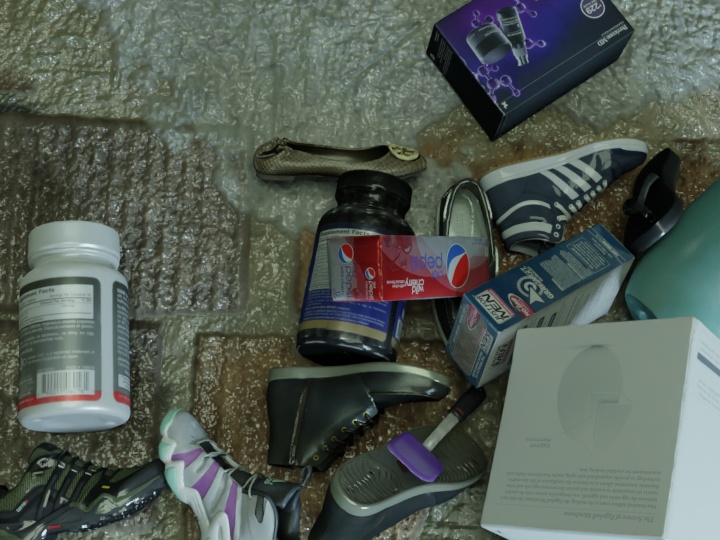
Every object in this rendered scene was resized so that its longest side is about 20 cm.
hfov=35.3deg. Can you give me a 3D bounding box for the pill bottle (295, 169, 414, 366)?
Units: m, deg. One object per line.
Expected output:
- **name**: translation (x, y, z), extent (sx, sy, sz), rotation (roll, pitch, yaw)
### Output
- **pill bottle**: translation (0.000, 0.000, 1.220), extent (0.110, 0.112, 0.203), rotation (11, 72, -1)

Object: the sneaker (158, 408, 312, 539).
- **sneaker**: translation (-0.112, 0.214, 1.138), extent (0.139, 0.078, 0.202), rotation (-27, 84, 20)

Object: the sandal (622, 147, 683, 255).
- **sandal**: translation (0.315, -0.080, 1.250), extent (0.043, 0.076, 0.201), rotation (39, 30, -8)

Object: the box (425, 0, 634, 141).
- **box**: translation (0.200, -0.271, 1.340), extent (0.199, 0.079, 0.142), rotation (-34, 80, -13)

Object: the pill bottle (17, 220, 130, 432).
- **pill bottle**: translation (-0.298, 0.059, 1.178), extent (0.112, 0.114, 0.203), rotation (-3, 72, -5)

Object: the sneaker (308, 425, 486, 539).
- **sneaker**: translation (0.035, 0.228, 1.173), extent (0.198, 0.107, 0.075), rotation (-8, 53, -36)

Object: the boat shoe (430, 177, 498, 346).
- **boat shoe**: translation (0.116, -0.002, 1.255), extent (0.075, 0.060, 0.203), rotation (-5, 75, -11)

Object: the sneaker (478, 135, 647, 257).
- **sneaker**: translation (0.242, -0.079, 1.284), extent (0.197, 0.070, 0.110), rotation (-14, 71, -3)

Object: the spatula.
- **spatula**: translation (0.088, 0.161, 1.162), extent (0.056, 0.021, 0.200), rotation (42, 35, 10)

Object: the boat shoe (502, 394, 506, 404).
- **boat shoe**: translation (0.213, 0.208, 1.196), extent (0.068, 0.074, 0.202), rotation (-24, 71, -3)

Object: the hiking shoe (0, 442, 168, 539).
- **hiking shoe**: translation (-0.293, 0.216, 1.149), extent (0.198, 0.076, 0.102), rotation (-19, 78, -9)

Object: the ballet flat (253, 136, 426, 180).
- **ballet flat**: translation (-0.023, -0.129, 1.282), extent (0.197, 0.067, 0.047), rotation (0, 108, 0)

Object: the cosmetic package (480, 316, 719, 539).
- **cosmetic package**: translation (0.239, 0.165, 1.058), extent (0.123, 0.198, 0.202), rotation (34, 62, -38)

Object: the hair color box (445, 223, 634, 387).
- **hair color box**: translation (0.190, 0.035, 1.199), extent (0.199, 0.101, 0.061), rotation (-26, 59, -28)

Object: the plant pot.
- **plant pot**: translation (0.381, 0.028, 1.203), extent (0.160, 0.201, 0.201), rotation (-36, 78, 0)

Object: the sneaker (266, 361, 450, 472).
- **sneaker**: translation (-0.002, 0.157, 1.181), extent (0.197, 0.075, 0.108), rotation (-4, 71, 16)

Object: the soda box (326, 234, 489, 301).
- **soda box**: translation (0.053, -0.003, 1.141), extent (0.069, 0.199, 0.064), rotation (-1, 90, 38)
